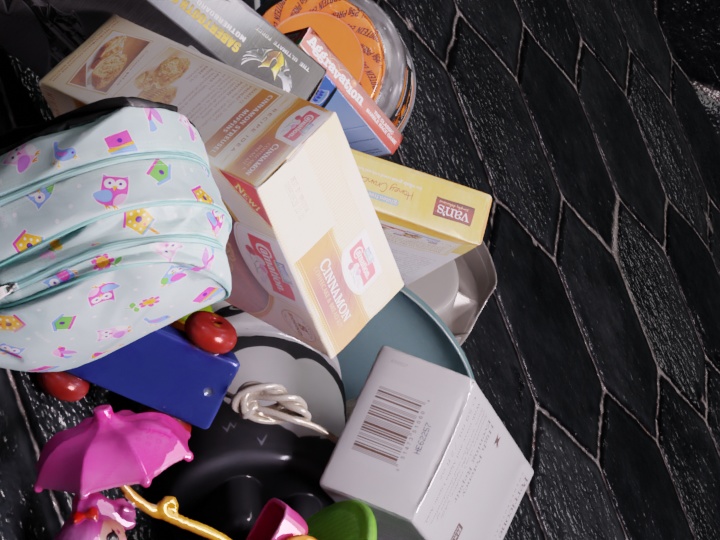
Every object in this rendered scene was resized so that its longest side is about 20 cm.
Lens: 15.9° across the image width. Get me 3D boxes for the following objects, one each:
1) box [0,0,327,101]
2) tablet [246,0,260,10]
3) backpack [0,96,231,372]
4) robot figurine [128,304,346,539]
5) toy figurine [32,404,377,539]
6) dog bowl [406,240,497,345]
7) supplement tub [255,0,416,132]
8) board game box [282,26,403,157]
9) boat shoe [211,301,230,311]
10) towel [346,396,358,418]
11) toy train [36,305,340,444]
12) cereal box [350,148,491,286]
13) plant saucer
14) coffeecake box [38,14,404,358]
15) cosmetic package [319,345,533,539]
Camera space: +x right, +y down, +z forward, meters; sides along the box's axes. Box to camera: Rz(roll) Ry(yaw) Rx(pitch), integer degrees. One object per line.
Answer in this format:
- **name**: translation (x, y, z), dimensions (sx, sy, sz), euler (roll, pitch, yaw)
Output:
- **box**: translation (-0.140, -0.146, 1.658), dimensions (0.200, 0.158, 0.048), euler (39, 58, -12)
- **tablet**: translation (-0.079, -0.129, 2.025), dimensions (0.130, 0.014, 0.201), euler (88, -3, -52)
- **backpack**: translation (-0.169, -0.016, 1.458), dimensions (0.167, 0.199, 0.127), euler (13, 56, -67)
- **robot figurine**: translation (-0.068, 0.113, 1.691), dimensions (0.200, 0.124, 0.150), euler (-92, 158, -45)
- **toy figurine**: translation (-0.121, 0.169, 1.509), dimensions (0.184, 0.200, 0.150), euler (38, -7, -18)
- **dog bowl**: translation (0.000, 0.000, 1.905), dimensions (0.199, 0.059, 0.200), euler (17, 38, -14)
- **supplement tub**: translation (-0.025, -0.139, 1.833), dimensions (0.200, 0.122, 0.123), euler (4, 64, -85)
- **board game box**: translation (-0.072, -0.106, 1.722), dimensions (0.103, 0.200, 0.019), euler (48, 56, -28)
- **boat shoe**: translation (-0.147, -0.034, 1.748), dimensions (0.200, 0.072, 0.069), euler (41, 16, -45)
- **towel**: translation (0.010, 0.187, 1.806), dimensions (0.201, 0.132, 0.034), euler (64, 23, -9)
- **toy train**: translation (-0.106, 0.051, 1.629), dimensions (0.199, 0.085, 0.116), euler (23, 20, -13)
- **cereal box**: translation (-0.010, -0.037, 1.724), dimensions (0.200, 0.143, 0.040), euler (151, -45, -72)
- **plant saucer**: translation (-0.002, 0.074, 1.803), dimensions (0.201, 0.200, 0.027), euler (61, 39, -16)
- **coffeecake box**: translation (-0.085, -0.053, 1.579), dimensions (0.073, 0.200, 0.154), euler (-45, 138, -22)
- **cosmetic package**: translation (0.046, 0.133, 1.659), dimensions (0.102, 0.074, 0.200), euler (-65, 157, -12)
